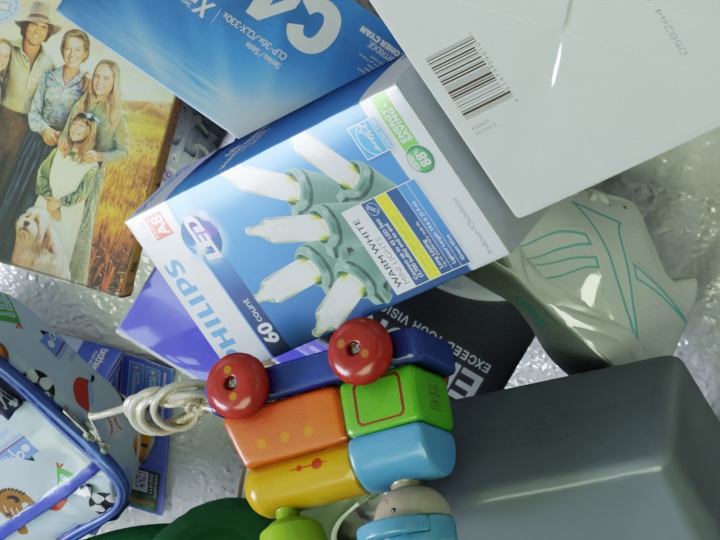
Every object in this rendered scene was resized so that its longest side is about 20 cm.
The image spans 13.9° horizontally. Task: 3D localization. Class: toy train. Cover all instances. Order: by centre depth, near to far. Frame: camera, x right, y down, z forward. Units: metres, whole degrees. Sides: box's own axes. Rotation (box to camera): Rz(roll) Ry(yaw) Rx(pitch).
[{"bbox_3d":[-0.044,0.105,1.505,0.199,0.085,0.116,-16,70,22],"label":"toy train"}]

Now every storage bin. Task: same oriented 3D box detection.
[{"bbox_3d":[0.110,0.136,1.535,0.199,0.146,0.135,-13,128,22],"label":"storage bin"}]

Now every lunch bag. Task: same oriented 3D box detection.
[{"bbox_3d":[-0.223,0.111,1.722,0.200,0.076,0.160,-33,110,33],"label":"lunch bag"}]

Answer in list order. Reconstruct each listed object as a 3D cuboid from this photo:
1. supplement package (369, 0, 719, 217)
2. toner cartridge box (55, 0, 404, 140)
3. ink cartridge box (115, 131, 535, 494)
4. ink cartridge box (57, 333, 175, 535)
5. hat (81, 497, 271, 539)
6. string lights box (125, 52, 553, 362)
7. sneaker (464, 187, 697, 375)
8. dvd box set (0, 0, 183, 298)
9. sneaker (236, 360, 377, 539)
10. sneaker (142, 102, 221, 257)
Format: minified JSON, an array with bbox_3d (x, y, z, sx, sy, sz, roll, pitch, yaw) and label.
[{"bbox_3d":[0.116,-0.158,1.422,0.150,0.200,0.152,-25,111,28],"label":"supplement package"},{"bbox_3d":[-0.050,-0.116,1.543,0.200,0.043,0.095,34,93,-3],"label":"toner cartridge box"},{"bbox_3d":[0.000,0.000,1.594,0.198,0.043,0.200,30,93,-5],"label":"ink cartridge box"},{"bbox_3d":[-0.213,0.088,1.772,0.199,0.042,0.120,13,124,7],"label":"ink cartridge box"},{"bbox_3d":[-0.176,0.175,1.719,0.176,0.200,0.166,33,167,30],"label":"hat"},{"bbox_3d":[-0.012,-0.030,1.481,0.200,0.059,0.103,-25,105,40],"label":"string lights box"},{"bbox_3d":[0.097,-0.017,1.543,0.200,0.080,0.070,44,163,-26],"label":"sneaker"},{"bbox_3d":[-0.167,-0.100,1.591,0.146,0.029,0.201,17,95,5],"label":"dvd box set"},{"bbox_3d":[-0.017,0.092,1.701,0.090,0.067,0.201,15,130,7],"label":"sneaker"},{"bbox_3d":[-0.104,-0.051,1.630,0.199,0.075,0.100,19,125,4],"label":"sneaker"}]
